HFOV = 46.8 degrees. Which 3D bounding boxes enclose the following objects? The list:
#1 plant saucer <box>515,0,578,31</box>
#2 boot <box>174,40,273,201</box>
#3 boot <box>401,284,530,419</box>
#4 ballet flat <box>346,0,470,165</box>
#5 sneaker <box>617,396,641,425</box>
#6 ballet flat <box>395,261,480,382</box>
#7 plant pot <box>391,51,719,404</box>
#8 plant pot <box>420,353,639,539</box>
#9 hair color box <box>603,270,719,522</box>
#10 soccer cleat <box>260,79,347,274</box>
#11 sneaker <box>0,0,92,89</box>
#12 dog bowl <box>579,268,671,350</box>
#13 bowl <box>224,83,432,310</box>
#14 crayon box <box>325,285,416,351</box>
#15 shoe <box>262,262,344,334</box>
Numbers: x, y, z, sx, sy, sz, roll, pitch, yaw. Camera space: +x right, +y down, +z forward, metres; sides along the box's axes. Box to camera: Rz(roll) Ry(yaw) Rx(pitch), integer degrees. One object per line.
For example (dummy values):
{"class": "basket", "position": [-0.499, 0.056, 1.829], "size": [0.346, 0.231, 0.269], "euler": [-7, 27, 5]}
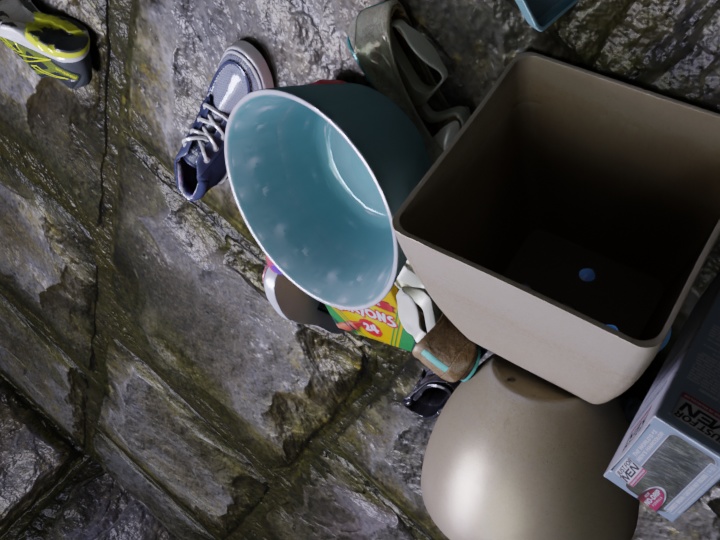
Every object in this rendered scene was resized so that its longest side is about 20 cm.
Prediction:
{"class": "plant saucer", "position": [0.091, -0.263, 0.555], "size": [0.201, 0.070, 0.019], "euler": [56, 161, -18]}
{"class": "boot", "position": [-0.155, -0.155, 0.917], "size": [0.072, 0.090, 0.201], "euler": [37, 147, 10]}
{"class": "boot", "position": [0.111, 0.074, 0.841], "size": [0.069, 0.132, 0.201], "euler": [29, 147, 7]}
{"class": "ballet flat", "position": [0.060, -0.142, 0.727], "size": [0.062, 0.068, 0.201], "euler": [-21, 112, 41]}
{"class": "sneaker", "position": [0.258, 0.205, 0.891], "size": [0.099, 0.070, 0.200], "euler": [39, 151, -8]}
{"class": "ballet flat", "position": [0.067, 0.028, 0.796], "size": [0.072, 0.201, 0.068], "euler": [23, 121, -14]}
{"class": "plant pot", "position": [0.164, -0.013, 0.649], "size": [0.198, 0.201, 0.178], "euler": [26, 153, 25]}
{"class": "plant pot", "position": [0.155, 0.145, 0.738], "size": [0.199, 0.200, 0.136], "euler": [21, 124, 31]}
{"class": "hair color box", "position": [0.262, 0.075, 0.619], "size": [0.060, 0.200, 0.100], "euler": [32, 146, 16]}
{"class": "soccer cleat", "position": [-0.043, -0.087, 0.819], "size": [0.076, 0.067, 0.202], "euler": [20, 100, 20]}
{"class": "sneaker", "position": [-0.427, -0.294, 1.075], "size": [0.199, 0.075, 0.085], "euler": [30, 145, 21]}
{"class": "dog bowl", "position": [0.218, 0.080, 0.812], "size": [0.111, 0.050, 0.201], "euler": [37, 146, 12]}
{"class": "bowl", "position": [-0.013, -0.078, 0.717], "size": [0.200, 0.105, 0.203], "euler": [30, 138, 31]}
{"class": "crayon box", "position": [0.000, 0.000, 0.899], "size": [0.126, 0.051, 0.201], "euler": [15, 146, 37]}
{"class": "shoe", "position": [-0.082, 0.019, 0.997], "size": [0.090, 0.072, 0.200], "euler": [27, 175, 28]}
